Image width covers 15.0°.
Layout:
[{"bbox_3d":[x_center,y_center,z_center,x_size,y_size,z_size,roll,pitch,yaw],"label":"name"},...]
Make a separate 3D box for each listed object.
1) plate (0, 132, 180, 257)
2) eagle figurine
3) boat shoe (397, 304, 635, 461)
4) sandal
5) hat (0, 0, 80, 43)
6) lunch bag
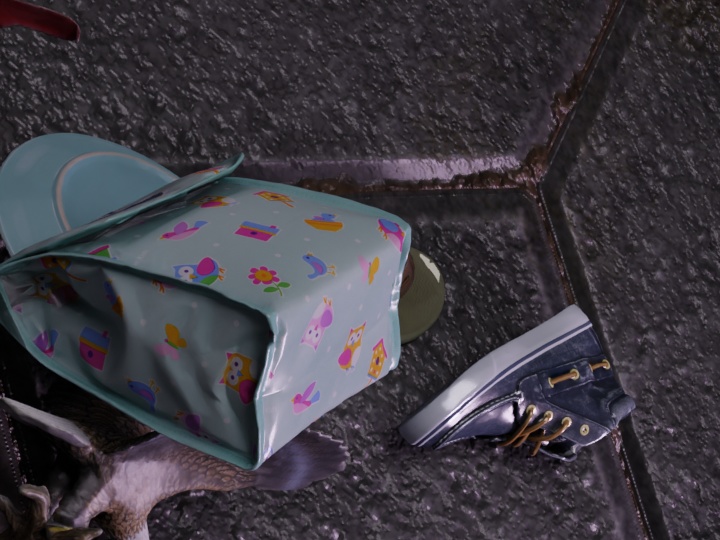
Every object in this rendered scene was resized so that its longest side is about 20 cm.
[{"bbox_3d":[-0.137,-0.017,1.710,0.200,0.026,0.201,28,35,-21],"label":"plate"},{"bbox_3d":[-0.128,0.116,1.622,0.200,0.151,0.152,-35,79,-33],"label":"eagle figurine"},{"bbox_3d":[0.114,0.096,1.857,0.200,0.071,0.091,-29,82,-46],"label":"boat shoe"},{"bbox_3d":[0.000,0.001,1.810,0.201,0.057,0.080,16,55,-53],"label":"sandal"},{"bbox_3d":[-0.272,-0.209,1.639,0.200,0.176,0.166,32,51,-22],"label":"hat"},{"bbox_3d":[-0.095,0.011,1.577,0.199,0.122,0.170,20,28,25],"label":"lunch bag"}]
